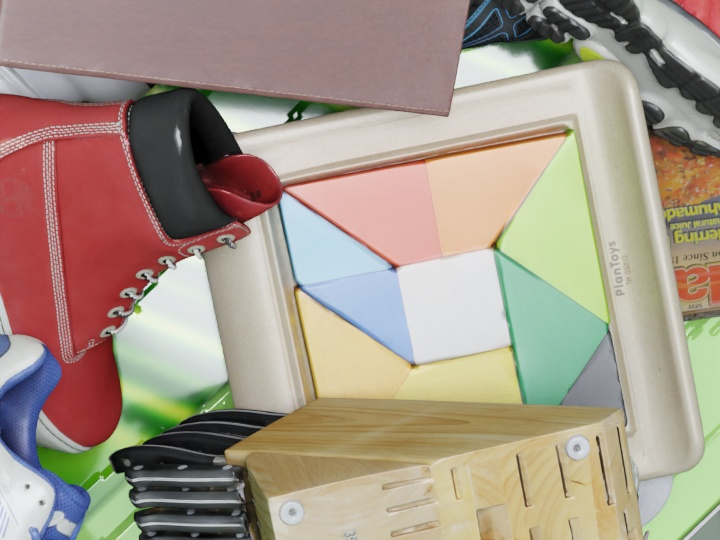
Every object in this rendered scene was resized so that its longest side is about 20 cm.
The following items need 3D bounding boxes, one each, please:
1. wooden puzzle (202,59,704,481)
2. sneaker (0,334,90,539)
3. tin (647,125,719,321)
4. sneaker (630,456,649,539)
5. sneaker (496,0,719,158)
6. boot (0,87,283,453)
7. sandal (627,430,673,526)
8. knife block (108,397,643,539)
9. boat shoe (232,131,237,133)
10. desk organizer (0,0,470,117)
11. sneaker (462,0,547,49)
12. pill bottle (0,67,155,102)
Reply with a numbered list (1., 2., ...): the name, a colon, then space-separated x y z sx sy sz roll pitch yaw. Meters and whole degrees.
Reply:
1. wooden puzzle: 0.037 0.017 1.244 0.200 0.037 0.185 -11 96 2
2. sneaker: -0.154 0.118 1.181 0.088 0.075 0.200 -12 74 9
3. tin: 0.141 -0.030 1.304 0.200 0.042 0.112 -7 74 -10
4. sneaker: 0.089 0.146 1.249 0.080 0.075 0.200 -10 137 -1
5. sneaker: 0.116 -0.135 1.255 0.200 0.077 0.085 45 56 -25
6. boot: -0.096 0.004 1.235 0.144 0.073 0.200 -2 136 12
7. sandal: 0.039 0.104 1.308 0.206 0.059 0.079 -10 109 1
8. knife block: 0.000 0.089 1.195 0.200 0.176 0.064 -13 105 -7
9. boat shoe: 0.000 0.000 1.296 0.200 0.069 0.071 31 89 -4
10. desk organizer: -0.056 -0.118 1.188 0.200 0.072 0.077 6 105 -17
11. sneaker: 0.063 -0.133 1.290 0.200 0.082 0.073 -22 91 -4
12. pill bottle: -0.107 -0.143 1.264 0.111 0.111 0.200 45 89 -4
